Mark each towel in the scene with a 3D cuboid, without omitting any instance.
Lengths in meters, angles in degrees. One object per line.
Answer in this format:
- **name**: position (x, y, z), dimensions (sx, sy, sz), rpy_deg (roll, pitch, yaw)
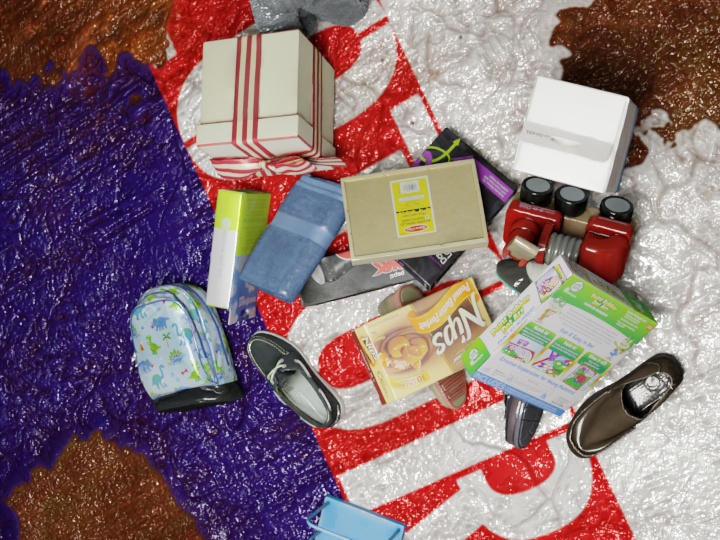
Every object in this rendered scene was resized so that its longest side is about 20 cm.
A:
- **towel**: position (-0.093, -0.049, 1.520), dimensions (0.111, 0.049, 0.201), rpy_deg (22, 73, 34)

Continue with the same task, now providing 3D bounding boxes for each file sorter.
- **file sorter**: position (-0.033, 0.479, 1.540), dimensions (0.137, 0.122, 0.203), rpy_deg (16, 99, 18)

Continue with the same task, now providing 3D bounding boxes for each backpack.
- **backpack**: position (-0.290, 0.120, 1.609), dimensions (0.161, 0.153, 0.203), rpy_deg (-11, 77, 26)

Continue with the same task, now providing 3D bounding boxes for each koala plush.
- **koala plush**: position (-0.113, -0.456, 1.492), dimensions (0.176, 0.184, 0.202), rpy_deg (-28, 68, 13)

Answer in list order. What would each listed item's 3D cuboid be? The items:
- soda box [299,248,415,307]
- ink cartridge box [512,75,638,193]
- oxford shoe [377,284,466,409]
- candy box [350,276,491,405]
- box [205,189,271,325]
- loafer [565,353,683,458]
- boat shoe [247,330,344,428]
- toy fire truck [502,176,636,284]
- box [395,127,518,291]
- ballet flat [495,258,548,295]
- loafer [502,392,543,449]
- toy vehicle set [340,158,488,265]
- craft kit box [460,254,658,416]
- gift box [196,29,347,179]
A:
- **soda box**: position (0.000, 0.000, 1.528), dimensions (0.197, 0.063, 0.072), rpy_deg (-15, 89, 19)
- **ink cartridge box**: position (0.292, -0.179, 1.340), dimensions (0.127, 0.200, 0.127), rpy_deg (16, 99, 17)
- **oxford shoe**: position (0.094, 0.122, 1.511), dimensions (0.074, 0.070, 0.202), rpy_deg (-30, 84, 45)
- **candy box**: position (0.097, 0.100, 1.439), dimensions (0.055, 0.198, 0.117), rpy_deg (-31, 82, 61)
- **box**: position (-0.191, -0.024, 1.562), dimensions (0.047, 0.122, 0.203), rpy_deg (9, 97, 14)
- **loafer**: position (0.366, 0.191, 1.406), dimensions (0.073, 0.071, 0.200), rpy_deg (46, 106, 11)
- **boat shoe**: position (-0.109, 0.170, 1.578), dimensions (0.199, 0.060, 0.076), rpy_deg (37, 104, 14)
- **toy fire truck**: position (0.268, -0.036, 1.339), dimensions (0.174, 0.201, 0.130), rpy_deg (16, 132, 17)
- **box**: position (0.113, -0.091, 1.457), dimensions (0.143, 0.036, 0.200), rpy_deg (40, 82, 12)
- **ballet flat**: position (0.289, 0.027, 1.424), dimensions (0.199, 0.068, 0.069), rpy_deg (34, 130, 7)
- **loafer**: position (0.239, 0.156, 1.459), dimensions (0.062, 0.071, 0.203), rpy_deg (14, 92, 37)
- **toy vehicle set**: position (0.076, -0.083, 1.425), dimensions (0.197, 0.027, 0.126), rpy_deg (-8, 75, 2)
- **craft kit box**: position (0.267, 0.093, 1.335), dimensions (0.198, 0.199, 0.049), rpy_deg (-46, 40, 23)
- **gift box**: position (-0.125, -0.230, 1.499), dimensions (0.182, 0.200, 0.190), rpy_deg (-4, 77, 23)
